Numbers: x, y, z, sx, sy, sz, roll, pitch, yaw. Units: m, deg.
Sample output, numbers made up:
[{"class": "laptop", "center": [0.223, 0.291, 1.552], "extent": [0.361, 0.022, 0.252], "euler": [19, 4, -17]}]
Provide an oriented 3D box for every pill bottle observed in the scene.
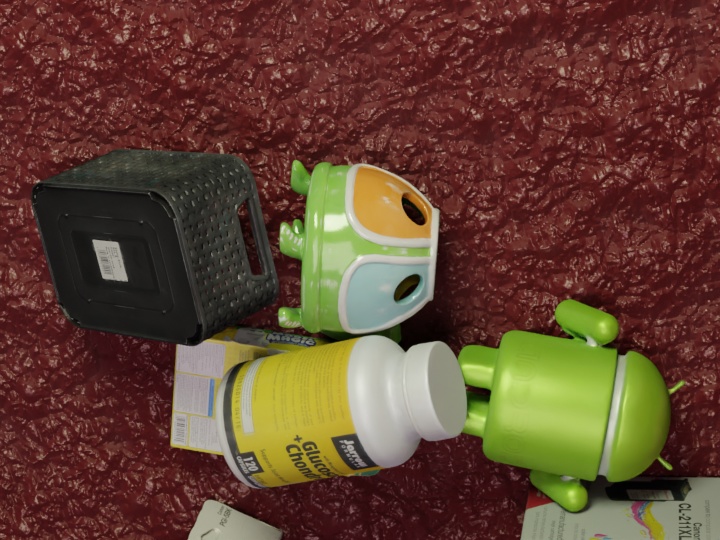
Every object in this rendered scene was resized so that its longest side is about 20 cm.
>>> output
[{"class": "pill bottle", "center": [-0.016, 0.118, 1.513], "extent": [0.198, 0.112, 0.113], "euler": [-13, 108, 25]}]

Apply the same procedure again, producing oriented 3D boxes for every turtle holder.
[{"class": "turtle holder", "center": [0.000, 0.000, 1.516], "extent": [0.130, 0.141, 0.187], "euler": [4, 109, 2]}]

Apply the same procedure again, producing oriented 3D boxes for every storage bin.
[{"class": "storage bin", "center": [-0.178, -0.023, 1.515], "extent": [0.199, 0.093, 0.136], "euler": [6, 115, 43]}]

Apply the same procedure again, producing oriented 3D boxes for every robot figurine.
[{"class": "robot figurine", "center": [0.178, 0.118, 1.539], "extent": [0.198, 0.116, 0.177], "euler": [9, 100, 6]}]

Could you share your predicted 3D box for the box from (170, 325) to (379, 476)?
[{"class": "box", "center": [-0.070, 0.117, 1.622], "extent": [0.198, 0.048, 0.118], "euler": [10, 111, 9]}]

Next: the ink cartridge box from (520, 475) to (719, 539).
[{"class": "ink cartridge box", "center": [0.245, 0.245, 1.558], "extent": [0.198, 0.146, 0.084], "euler": [-1, 108, 10]}]

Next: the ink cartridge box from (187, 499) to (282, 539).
[{"class": "ink cartridge box", "center": [-0.153, 0.341, 1.665], "extent": [0.082, 0.147, 0.201], "euler": [23, 113, 0]}]
